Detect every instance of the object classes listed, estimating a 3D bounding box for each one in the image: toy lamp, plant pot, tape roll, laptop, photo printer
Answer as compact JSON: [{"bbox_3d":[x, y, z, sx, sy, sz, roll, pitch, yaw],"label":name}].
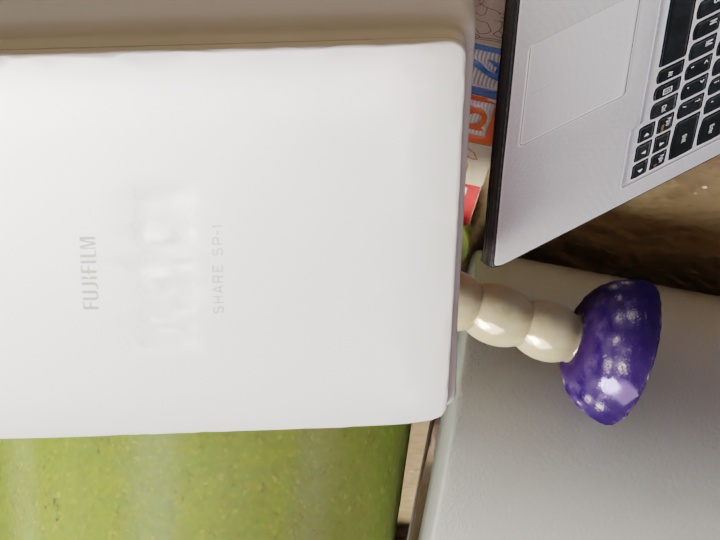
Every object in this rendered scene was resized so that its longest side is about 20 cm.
[{"bbox_3d":[0.000,0.000,0.953,0.200,0.058,0.058,15,152,-14],"label":"toy lamp"},{"bbox_3d":[-0.058,0.071,1.048,0.200,0.184,0.200,0,162,0],"label":"plant pot"},{"bbox_3d":[0.089,0.102,1.082,0.139,0.203,0.203,11,152,1],"label":"tape roll"},{"bbox_3d":[0.153,-0.050,0.862,0.200,0.116,0.187,-27,154,-14],"label":"laptop"},{"bbox_3d":[-0.069,-0.024,0.843,0.200,0.070,0.167,-1,134,-4],"label":"photo printer"}]

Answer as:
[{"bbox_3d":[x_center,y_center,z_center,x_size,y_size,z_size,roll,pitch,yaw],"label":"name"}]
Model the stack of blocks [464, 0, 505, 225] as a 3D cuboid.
[{"bbox_3d":[-0.002,-0.095,0.899,0.115,0.059,0.200,12,152,-2],"label":"stack of blocks"}]
